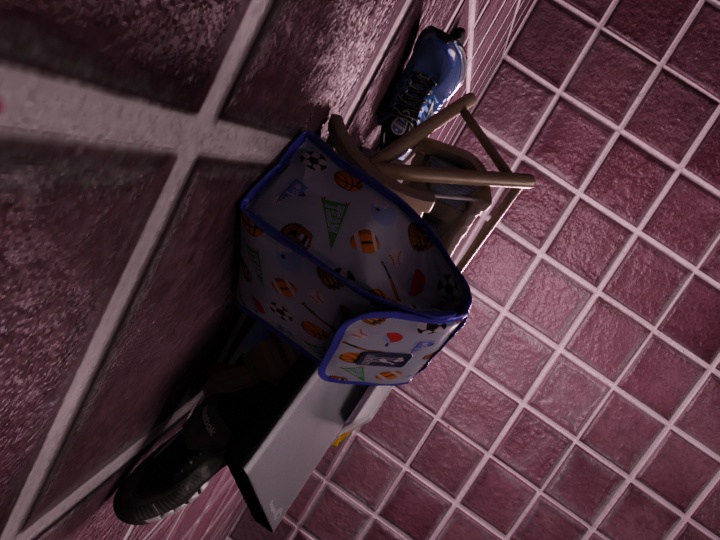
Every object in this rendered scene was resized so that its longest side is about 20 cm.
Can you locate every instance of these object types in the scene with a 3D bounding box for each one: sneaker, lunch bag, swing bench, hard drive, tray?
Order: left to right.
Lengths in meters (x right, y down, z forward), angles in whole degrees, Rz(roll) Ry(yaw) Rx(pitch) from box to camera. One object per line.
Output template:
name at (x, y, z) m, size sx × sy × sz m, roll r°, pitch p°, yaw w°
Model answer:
sneaker at (-0.156, 0.169, 0.577) m, size 0.196 × 0.067 × 0.092 m, roll -28°, pitch 148°, yaw -23°
hard drive at (-0.056, 0.151, 0.610) m, size 0.201 × 0.032 × 0.142 m, roll -51°, pitch 150°, yaw -34°
lunch bag at (-0.011, 0.015, 0.518) m, size 0.125 × 0.197 × 0.171 m, roll -54°, pitch 175°, yaw -30°
tray at (0.007, 0.167, 0.752) m, size 0.108 × 0.022 × 0.201 m, roll -54°, pitch 177°, yaw -23°
swing bench at (0.045, -0.061, 0.637) m, size 0.195 × 0.132 × 0.201 m, roll -18°, pitch 154°, yaw -29°
sneaker at (0.072, -0.211, 0.737) m, size 0.090 × 0.077 × 0.202 m, roll -58°, pitch 176°, yaw -32°

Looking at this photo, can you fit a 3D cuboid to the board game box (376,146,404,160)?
board game box at (0.007, -0.106, 0.956) m, size 0.204 × 0.034 × 0.134 m, roll -60°, pitch 176°, yaw 11°

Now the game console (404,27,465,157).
game console at (0.119, -0.294, 1.014) m, size 0.204 × 0.030 × 0.177 m, roll -59°, pitch 176°, yaw -8°

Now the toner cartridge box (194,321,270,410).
toner cartridge box at (-0.114, 0.124, 0.742) m, size 0.203 × 0.093 × 0.043 m, roll -58°, pitch 175°, yaw -23°

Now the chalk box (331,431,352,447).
chalk box at (-0.074, 0.177, 1.016) m, size 0.124 × 0.202 × 0.123 m, roll -44°, pitch 137°, yaw 13°

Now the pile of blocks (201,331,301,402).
pile of blocks at (-0.101, 0.102, 0.685) m, size 0.195 × 0.063 × 0.083 m, roll -24°, pitch 162°, yaw -22°

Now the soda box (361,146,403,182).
soda box at (0.049, -0.107, 0.845) m, size 0.065 × 0.066 × 0.199 m, roll -68°, pitch 160°, yaw -1°
